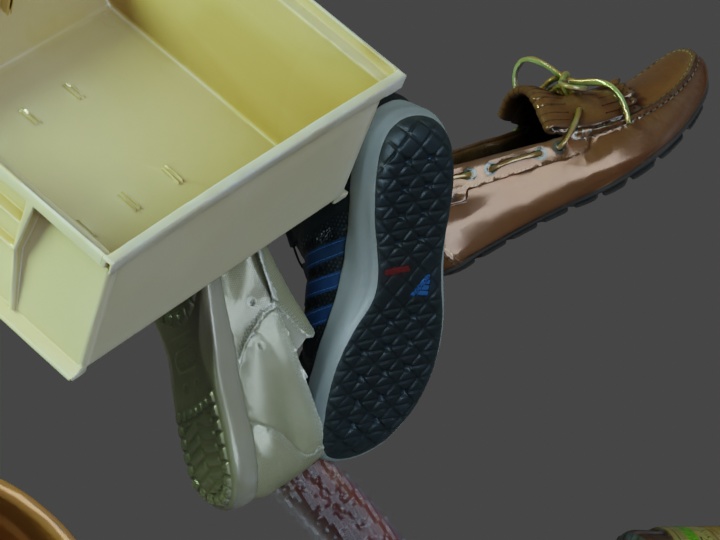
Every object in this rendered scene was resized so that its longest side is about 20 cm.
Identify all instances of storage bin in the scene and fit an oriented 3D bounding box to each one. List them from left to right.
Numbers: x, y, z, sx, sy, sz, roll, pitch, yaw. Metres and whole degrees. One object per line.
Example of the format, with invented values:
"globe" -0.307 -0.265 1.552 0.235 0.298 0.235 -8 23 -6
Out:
"storage bin" -0.125 -0.080 1.223 0.199 0.094 0.200 40 50 17

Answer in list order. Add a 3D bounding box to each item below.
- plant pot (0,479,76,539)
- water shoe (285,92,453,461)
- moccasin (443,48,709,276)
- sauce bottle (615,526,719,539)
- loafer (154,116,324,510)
"plant pot" -0.227 0.187 1.201 0.200 0.140 0.200 2 85 -22
"water shoe" 0.000 0.000 1.344 0.071 0.079 0.200 -3 115 -36
"moccasin" 0.099 -0.072 1.393 0.201 0.074 0.078 -27 104 -12
"sauce bottle" 0.234 0.171 1.428 0.200 0.065 0.065 0 86 -23
"loafer" -0.065 0.020 1.317 0.068 0.076 0.200 -5 85 -32
